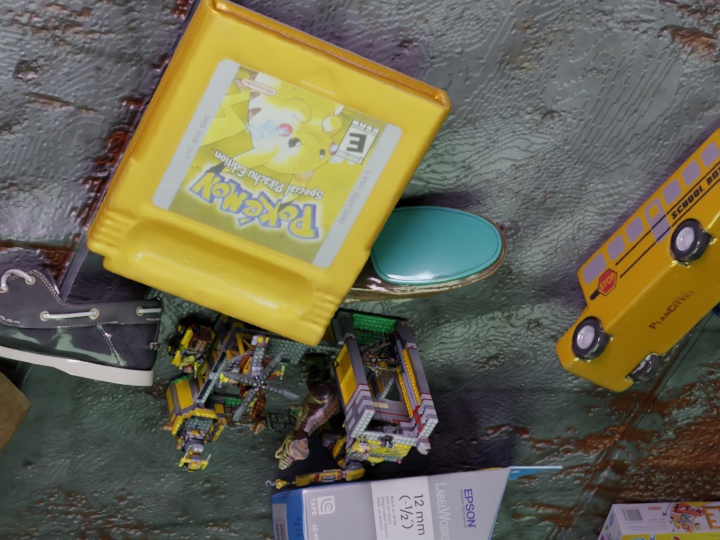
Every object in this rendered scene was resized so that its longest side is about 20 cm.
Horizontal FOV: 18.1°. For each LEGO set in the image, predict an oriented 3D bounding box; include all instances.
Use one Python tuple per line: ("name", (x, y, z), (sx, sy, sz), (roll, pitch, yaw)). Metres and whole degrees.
("LEGO set", (-0.039, 0.108, 1.617), (0.199, 0.116, 0.154), (17, 128, -30))

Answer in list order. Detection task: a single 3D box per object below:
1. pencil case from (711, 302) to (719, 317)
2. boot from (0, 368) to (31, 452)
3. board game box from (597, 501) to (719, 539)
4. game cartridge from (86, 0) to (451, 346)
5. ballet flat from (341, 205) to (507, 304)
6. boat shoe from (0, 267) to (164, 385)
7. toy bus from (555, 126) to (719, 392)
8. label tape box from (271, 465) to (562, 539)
("pencil case", (0.344, 0.018, 1.668), (0.199, 0.079, 0.087), (16, 150, -31))
("boot", (-0.303, 0.067, 1.548), (0.075, 0.074, 0.200), (-44, 137, 1))
("board game box", (0.290, 0.251, 1.920), (0.199, 0.034, 0.135), (0, 134, -17))
("game cartridge", (-0.062, -0.060, 1.461), (0.175, 0.033, 0.201), (20, 116, -18))
("ballet flat", (0.000, 0.000, 1.568), (0.199, 0.068, 0.072), (-9, 156, -7))
("boat shoe", (-0.230, 0.028, 1.533), (0.199, 0.072, 0.068), (12, 94, -18))
("toy bus", (0.219, -0.004, 1.610), (0.065, 0.079, 0.200), (21, 125, -34))
("label tape box", (0.042, 0.187, 1.711), (0.199, 0.067, 0.143), (-3, 173, -12))
